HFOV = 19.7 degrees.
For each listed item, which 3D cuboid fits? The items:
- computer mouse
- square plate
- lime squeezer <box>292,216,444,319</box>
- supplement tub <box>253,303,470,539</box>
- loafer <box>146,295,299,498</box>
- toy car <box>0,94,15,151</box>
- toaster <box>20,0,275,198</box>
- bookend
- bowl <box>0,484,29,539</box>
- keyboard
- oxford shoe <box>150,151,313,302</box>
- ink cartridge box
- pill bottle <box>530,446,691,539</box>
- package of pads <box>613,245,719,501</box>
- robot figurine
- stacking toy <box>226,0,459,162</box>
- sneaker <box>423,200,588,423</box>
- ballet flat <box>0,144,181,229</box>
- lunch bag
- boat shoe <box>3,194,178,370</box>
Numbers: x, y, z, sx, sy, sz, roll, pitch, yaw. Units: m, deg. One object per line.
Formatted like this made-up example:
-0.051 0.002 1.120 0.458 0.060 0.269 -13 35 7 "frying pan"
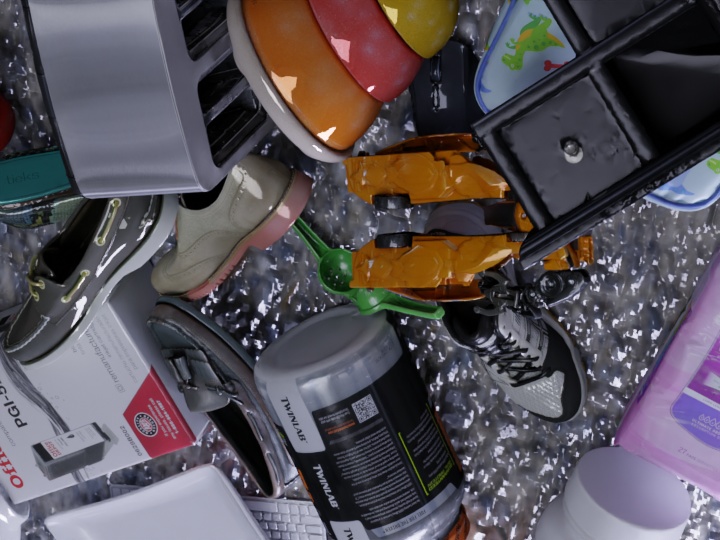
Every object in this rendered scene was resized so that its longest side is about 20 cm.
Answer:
0.055 -0.174 1.502 0.058 0.034 0.201 0 117 21 "computer mouse"
-0.147 0.261 1.805 0.197 0.028 0.200 -20 114 31 "square plate"
0.000 0.000 1.595 0.200 0.038 0.071 37 143 33 "lime squeezer"
0.007 0.138 1.637 0.122 0.123 0.201 -15 111 26 "supplement tub"
-0.106 0.105 1.661 0.072 0.063 0.200 2 141 53 "loafer"
-0.354 -0.111 1.629 0.149 0.176 0.200 16 130 -33 "toy car"
-0.152 -0.161 1.487 0.118 0.200 0.182 0 117 25 "toaster"
0.142 -0.141 1.339 0.198 0.092 0.201 -31 92 12 "bookend"
-0.347 0.196 1.780 0.094 0.201 0.201 -29 107 5 "bowl"
-0.124 0.218 1.795 0.199 0.011 0.057 3 118 18 "keyboard"
-0.116 -0.039 1.598 0.074 0.071 0.200 33 137 -19 "oxford shoe"
-0.235 0.095 1.724 0.199 0.083 0.147 -21 109 28 "ink cartridge box"
0.182 0.245 1.637 0.113 0.113 0.201 23 123 7 "pill bottle"
0.283 0.074 1.531 0.120 0.076 0.201 26 123 1 "package of pads"
0.082 -0.040 1.466 0.199 0.058 0.146 -1 95 31 "robot figurine"
0.019 -0.180 1.445 0.199 0.146 0.146 -29 105 20 "stacking toy"
0.100 0.047 1.575 0.075 0.088 0.200 -27 107 28 "sneaker"
-0.199 -0.074 1.629 0.199 0.074 0.075 -7 116 5 "ballet flat"
0.188 -0.142 1.442 0.199 0.083 0.161 26 122 5 "lunch bag"
-0.220 -0.003 1.593 0.060 0.072 0.202 26 122 -32 "boat shoe"
